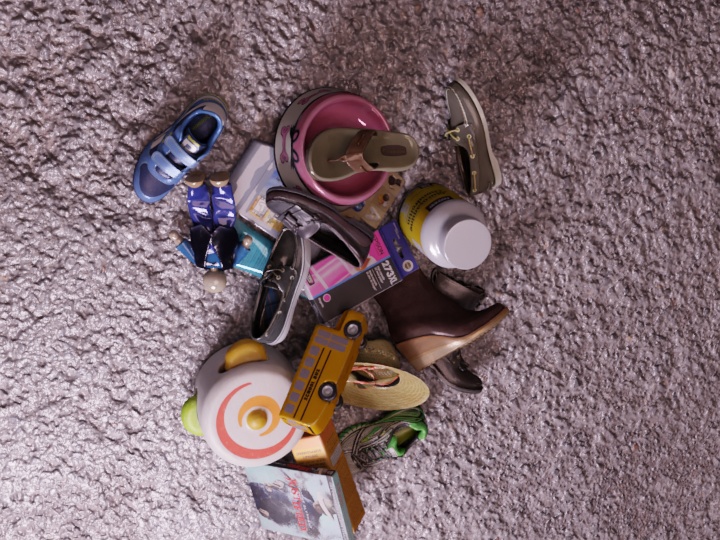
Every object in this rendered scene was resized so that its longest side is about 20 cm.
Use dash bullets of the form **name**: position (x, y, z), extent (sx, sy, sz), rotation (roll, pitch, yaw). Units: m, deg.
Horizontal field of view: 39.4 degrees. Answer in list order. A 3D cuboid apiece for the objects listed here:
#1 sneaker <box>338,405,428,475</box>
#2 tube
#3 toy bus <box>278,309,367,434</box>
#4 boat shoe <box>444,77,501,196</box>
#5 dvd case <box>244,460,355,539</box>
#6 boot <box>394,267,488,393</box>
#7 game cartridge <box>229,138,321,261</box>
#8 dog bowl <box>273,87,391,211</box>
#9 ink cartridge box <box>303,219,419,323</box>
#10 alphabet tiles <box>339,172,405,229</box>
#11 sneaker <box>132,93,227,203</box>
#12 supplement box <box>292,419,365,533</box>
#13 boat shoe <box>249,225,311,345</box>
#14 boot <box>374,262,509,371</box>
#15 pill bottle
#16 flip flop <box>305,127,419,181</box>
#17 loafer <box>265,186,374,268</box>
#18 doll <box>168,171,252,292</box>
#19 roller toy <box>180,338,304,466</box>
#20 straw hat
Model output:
- **sneaker**: position (0.030, 0.308, 1.788), extent (0.199, 0.085, 0.078), rotation (-34, 113, 0)
- **tube**: position (-0.137, -0.008, 1.667), extent (0.199, 0.050, 0.078), rotation (28, 93, -17)
- **toy bus**: position (-0.054, 0.159, 1.609), extent (0.078, 0.065, 0.202), rotation (17, 71, 16)
- **boat shoe**: position (0.178, -0.220, 1.676), extent (0.060, 0.072, 0.203), rotation (-28, 116, -11)
- **dvd case**: position (-0.107, 0.397, 1.736), extent (0.022, 0.198, 0.147), rotation (-38, 122, -49)
- **boot**: position (0.173, 0.108, 1.775), extent (0.199, 0.069, 0.175), rotation (31, 96, -16)
- **game cartridge**: position (-0.120, -0.119, 1.641), extent (0.199, 0.042, 0.134), rotation (33, 100, -22)
- **dog bowl**: position (-0.034, -0.192, 1.594), extent (0.198, 0.074, 0.202), rotation (-2, 94, -26)
- **ink cartridge box**: position (0.000, 0.000, 1.669), extent (0.199, 0.037, 0.095), rotation (-29, 96, -18)
- **alphabet tiles**: position (-0.023, -0.165, 1.645), extent (0.199, 0.006, 0.167), rotation (36, 77, -23)
- **sneaker**: position (-0.280, -0.186, 1.548), extent (0.074, 0.082, 0.200), rotation (37, 96, -24)
- **supplement box**: position (-0.057, 0.360, 1.746), extent (0.066, 0.069, 0.202), rotation (-13, 109, 21)
- **boat shoe**: position (-0.130, 0.022, 1.608), extent (0.056, 0.068, 0.202), rotation (6, 97, -61)
- **boot**: position (0.134, 0.057, 1.705), extent (0.199, 0.072, 0.167), rotation (-28, 81, 1)
- **pill bottle**: position (0.139, -0.070, 1.642), extent (0.111, 0.200, 0.113), rotation (-5, 108, -15)
- **flip flop**: position (0.008, -0.180, 1.542), extent (0.198, 0.057, 0.082), rotation (-4, 94, -26)
- **loafer**: position (-0.064, -0.067, 1.581), extent (0.199, 0.072, 0.064), rotation (25, 61, -27)
- **doll**: position (-0.240, -0.058, 1.603), extent (0.135, 0.049, 0.202), rotation (0, 118, 3)
- **roller toy**: position (-0.180, 0.222, 1.671), extent (0.182, 0.140, 0.201), rotation (31, 96, -23)
- **straw hat**: position (0.027, 0.164, 1.740), extent (0.199, 0.201, 0.086), rotation (18, 58, -20)
